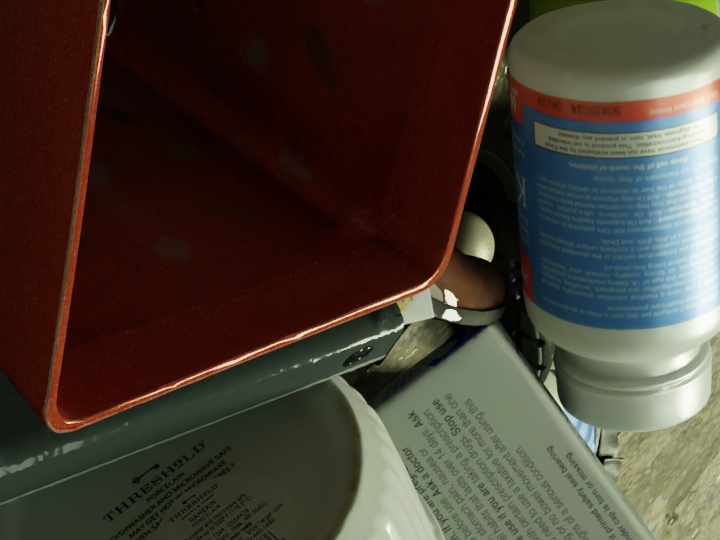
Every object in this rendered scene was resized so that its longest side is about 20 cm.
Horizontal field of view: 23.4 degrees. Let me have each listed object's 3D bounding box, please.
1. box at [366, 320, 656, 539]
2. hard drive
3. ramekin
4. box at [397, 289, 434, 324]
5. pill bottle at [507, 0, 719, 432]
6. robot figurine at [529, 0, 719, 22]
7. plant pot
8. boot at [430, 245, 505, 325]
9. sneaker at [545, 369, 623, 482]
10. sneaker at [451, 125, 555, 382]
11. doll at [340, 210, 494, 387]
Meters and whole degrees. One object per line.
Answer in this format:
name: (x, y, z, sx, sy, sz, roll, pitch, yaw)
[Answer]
box: (0.043, 0.155, 0.928, 0.199, 0.185, 0.105, -36, -179, 4)
hard drive: (-0.096, 0.000, 0.682, 0.199, 0.140, 0.033, -18, 156, -37)
ramekin: (-0.064, 0.121, 0.723, 0.200, 0.199, 0.106, -40, 137, -25)
box: (-0.009, -0.073, 0.750, 0.041, 0.039, 0.202, -12, 98, -18)
pill bottle: (0.133, -0.024, 0.873, 0.112, 0.112, 0.202, -29, 124, -38)
robot figurine: (0.174, -0.148, 0.964, 0.199, 0.115, 0.177, -18, 125, -46)
plant pot: (-0.075, -0.097, 0.609, 0.199, 0.176, 0.202, -20, 134, -44)
boot: (0.029, -0.083, 0.843, 0.187, 0.068, 0.202, 19, 87, -39)
sneaker: (0.114, 0.164, 1.182, 0.111, 0.077, 0.202, 13, 101, -39)
sneaker: (0.103, -0.007, 1.033, 0.079, 0.075, 0.201, -38, 144, -32)
doll: (0.000, 0.000, 0.917, 0.199, 0.048, 0.138, -15, 117, -48)
